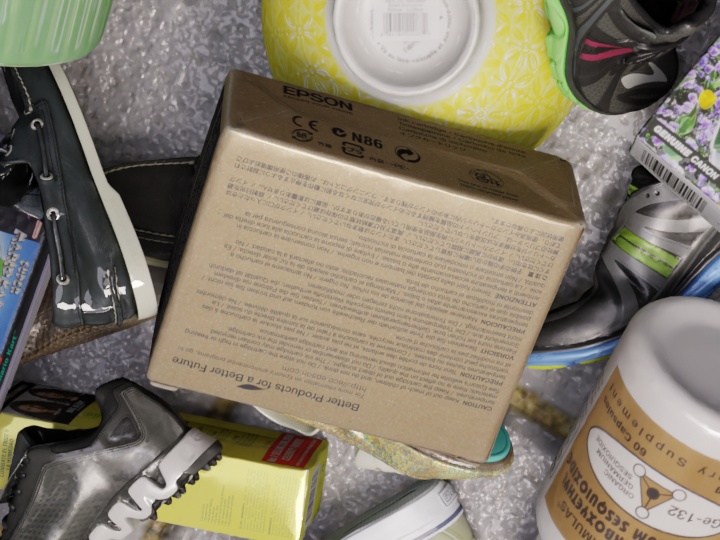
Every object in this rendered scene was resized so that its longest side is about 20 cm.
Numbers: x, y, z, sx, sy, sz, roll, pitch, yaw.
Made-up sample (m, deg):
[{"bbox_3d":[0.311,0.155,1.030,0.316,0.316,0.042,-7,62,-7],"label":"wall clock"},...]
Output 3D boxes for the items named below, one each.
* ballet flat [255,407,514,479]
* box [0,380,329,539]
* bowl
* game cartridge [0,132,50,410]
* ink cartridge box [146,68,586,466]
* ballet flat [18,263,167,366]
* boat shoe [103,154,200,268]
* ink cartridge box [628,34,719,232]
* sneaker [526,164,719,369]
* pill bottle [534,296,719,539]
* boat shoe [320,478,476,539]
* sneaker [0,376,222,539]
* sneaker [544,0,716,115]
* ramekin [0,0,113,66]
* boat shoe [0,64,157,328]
[{"bbox_3d":[-0.006,0.080,1.161,0.199,0.071,0.071,27,103,3],"label":"ballet flat"},{"bbox_3d":[-0.123,0.114,1.176,0.198,0.075,0.051,11,101,8],"label":"box"},{"bbox_3d":[0.032,-0.141,1.090,0.198,0.108,0.203,2,100,10],"label":"bowl"},{"bbox_3d":[-0.250,0.011,1.158,0.128,0.038,0.202,15,80,18],"label":"game cartridge"},{"bbox_3d":[0.000,0.000,1.067,0.198,0.075,0.166,15,121,-12],"label":"ink cartridge box"},{"bbox_3d":[-0.172,0.021,1.187,0.198,0.046,0.068,-23,64,7],"label":"ballet flat"},{"bbox_3d":[-0.065,-0.041,1.132,0.198,0.066,0.072,6,65,4],"label":"boat shoe"},{"bbox_3d":[0.248,-0.108,1.055,0.109,0.050,0.200,40,86,7],"label":"ink cartridge box"},{"bbox_3d":[0.165,-0.013,1.113,0.199,0.071,0.083,-38,86,8],"label":"sneaker"},{"bbox_3d":[0.160,0.124,1.087,0.114,0.115,0.201,26,125,4],"label":"pill bottle"},{"bbox_3d":[-0.020,0.196,1.174,0.199,0.072,0.062,-31,91,10],"label":"boat shoe"},{"bbox_3d":[-0.174,0.136,1.120,0.200,0.066,0.091,-44,89,11],"label":"sneaker"},{"bbox_3d":[0.143,-0.131,1.030,0.083,0.200,0.077,20,78,21],"label":"sneaker"},{"bbox_3d":[-0.221,-0.185,1.083,0.198,0.200,0.099,16,110,6],"label":"ramekin"},{"bbox_3d":[-0.176,-0.049,1.097,0.066,0.075,0.201,-20,66,-13],"label":"boat shoe"}]
